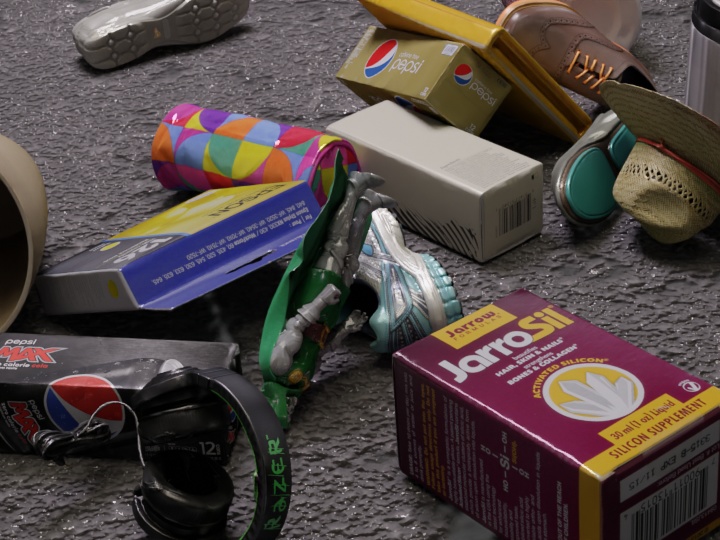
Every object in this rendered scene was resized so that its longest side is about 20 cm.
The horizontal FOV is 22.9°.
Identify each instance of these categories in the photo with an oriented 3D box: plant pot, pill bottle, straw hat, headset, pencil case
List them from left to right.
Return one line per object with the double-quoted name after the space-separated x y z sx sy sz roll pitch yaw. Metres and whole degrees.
-0.331 -0.045 1.463 0.186 0.189 0.200 0 16 7 "plant pot"
-0.130 0.124 1.179 0.093 0.125 0.199 -7 12 -42 "headset"
-0.092 -0.091 1.583 0.199 0.089 0.088 18 37 34 "pencil case"
0.209 -0.293 1.859 0.113 0.115 0.200 -9 31 -9 "pill bottle"
0.260 -0.069 1.489 0.201 0.201 0.085 31 84 45 "straw hat"

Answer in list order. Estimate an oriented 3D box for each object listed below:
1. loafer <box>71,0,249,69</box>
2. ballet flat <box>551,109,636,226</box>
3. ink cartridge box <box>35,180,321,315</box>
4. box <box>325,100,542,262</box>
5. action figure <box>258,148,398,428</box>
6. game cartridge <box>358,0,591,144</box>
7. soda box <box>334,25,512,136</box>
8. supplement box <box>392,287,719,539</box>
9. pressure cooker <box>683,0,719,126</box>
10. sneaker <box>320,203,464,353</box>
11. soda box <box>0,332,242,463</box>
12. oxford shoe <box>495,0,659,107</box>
-0.216 -0.276 1.929 0.199 0.070 0.070 -19 41 -23 "loafer"
0.205 -0.087 1.575 0.063 0.068 0.200 -16 17 39 "ballet flat"
-0.135 -0.020 1.438 0.197 0.047 0.199 -27 12 -36 "ink cartridge box"
0.063 -0.081 1.559 0.082 0.069 0.199 -25 36 -33 "box"
-0.030 0.024 1.324 0.054 0.118 0.201 17 75 23 "action figure"
0.105 -0.201 1.678 0.200 0.176 0.033 33 87 45 "game cartridge"
0.055 -0.176 1.659 0.064 0.068 0.200 -55 27 -4 "soda box"
0.133 0.110 1.187 0.130 0.104 0.199 -26 36 -32 "supplement box"
0.373 -0.185 1.563 0.175 0.202 0.178 15 32 28 "pressure cooker"
0.000 0.000 1.421 0.086 0.078 0.200 -21 34 -20 "sneaker"
-0.187 0.092 1.298 0.198 0.064 0.071 1 30 11 "soda box"
0.209 -0.199 1.668 0.199 0.072 0.073 16 19 -38 "oxford shoe"
